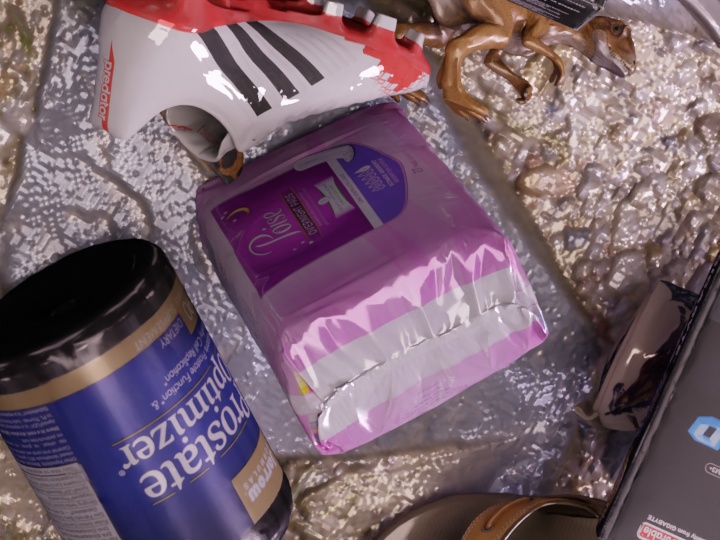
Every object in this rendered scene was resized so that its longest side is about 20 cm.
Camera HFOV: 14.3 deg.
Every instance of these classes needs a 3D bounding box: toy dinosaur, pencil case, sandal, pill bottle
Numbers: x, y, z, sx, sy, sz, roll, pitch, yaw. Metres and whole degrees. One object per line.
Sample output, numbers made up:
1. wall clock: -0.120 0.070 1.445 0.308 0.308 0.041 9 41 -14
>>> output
1. toy dinosaur: 0.046 -0.135 1.408 0.200 0.060 0.107 30 77 -31
2. pencil case: 0.214 0.077 1.467 0.199 0.078 0.090 23 90 1
3. sandal: 0.092 0.149 1.458 0.199 0.054 0.081 -2 75 15
4. pill bottle: -0.101 0.095 1.391 0.112 0.112 0.201 -30 112 -6

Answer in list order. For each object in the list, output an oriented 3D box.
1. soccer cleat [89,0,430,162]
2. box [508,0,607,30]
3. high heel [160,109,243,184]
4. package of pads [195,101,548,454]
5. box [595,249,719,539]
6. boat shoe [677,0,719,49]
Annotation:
1. soccer cleat: -0.046 -0.090 1.319 0.199 0.068 0.086 5 107 -50
2. box: 0.048 -0.238 1.322 0.199 0.048 0.194 24 74 -9
3. high heel: -0.058 -0.153 1.355 0.142 0.071 0.201 -27 106 -6
4. package of pads: 0.000 0.000 1.347 0.120 0.200 0.076 -25 116 -5
5. box: 0.236 0.098 1.405 0.199 0.046 0.160 25 94 1
6. boat shoe: 0.125 -0.172 1.405 0.066 0.072 0.200 -42 111 1
